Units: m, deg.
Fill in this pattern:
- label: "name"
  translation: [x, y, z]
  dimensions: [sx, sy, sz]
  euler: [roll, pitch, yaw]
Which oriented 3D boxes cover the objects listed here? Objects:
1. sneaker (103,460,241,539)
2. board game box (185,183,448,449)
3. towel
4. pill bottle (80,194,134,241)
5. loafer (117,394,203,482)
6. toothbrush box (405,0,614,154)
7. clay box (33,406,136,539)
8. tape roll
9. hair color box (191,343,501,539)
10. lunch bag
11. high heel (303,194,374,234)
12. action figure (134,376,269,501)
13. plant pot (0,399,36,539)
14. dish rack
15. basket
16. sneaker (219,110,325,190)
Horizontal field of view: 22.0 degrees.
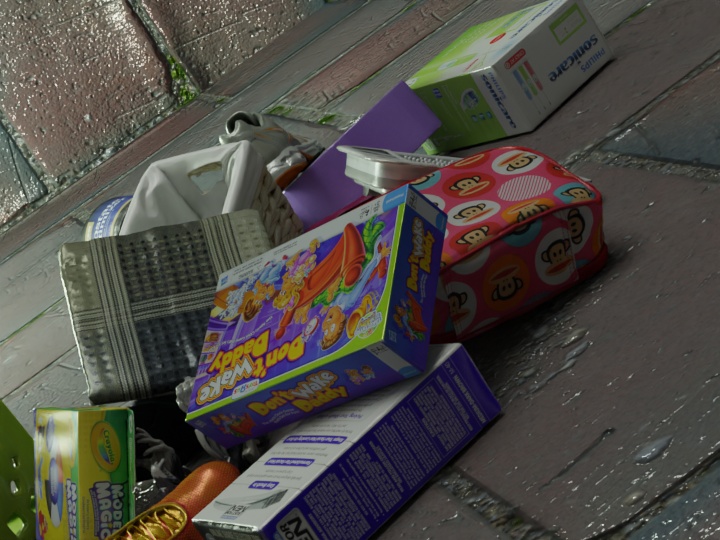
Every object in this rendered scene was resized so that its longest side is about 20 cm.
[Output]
- label: "sneaker"
  translation: [-0.150, 0.206, 1.292]
  dimensions: [0.073, 0.077, 0.200]
  euler: [26, 59, 28]
- label: "board game box"
  translation: [-0.032, 0.035, 1.327]
  dimensions: [0.199, 0.045, 0.135]
  euler: [-25, 42, 38]
- label: "towel"
  translation: [-0.154, 0.032, 1.586]
  dimensions: [0.191, 0.035, 0.201]
  euler: [-11, 44, -9]
- label: "pill bottle"
  translation: [-0.286, -0.039, 2.338]
  dimensions: [0.112, 0.112, 0.200]
  euler: [-39, 15, -21]
- label: "loafer"
  translation: [-0.156, 0.128, 1.619]
  dimensions: [0.199, 0.073, 0.072]
  euler: [-23, 6, 3]
- label: "toothbrush box"
  translation: [0.150, -0.209, 1.985]
  dimensions: [0.145, 0.086, 0.199]
  euler: [-41, 18, -26]
- label: "clay box"
  translation: [-0.223, 0.168, 1.494]
  dimensions: [0.047, 0.116, 0.200]
  euler: [0, -4, -20]
- label: "tape roll"
  translation: [-0.007, -0.110, 1.953]
  dimensions: [0.200, 0.066, 0.200]
  euler: [-44, 3, 3]
- label: "hair color box"
  translation: [-0.009, 0.134, 1.273]
  dimensions: [0.200, 0.065, 0.109]
  euler: [-39, 15, -26]
- label: "lunch bag"
  translation: [0.074, -0.027, 1.437]
  dimensions: [0.199, 0.082, 0.176]
  euler: [-24, 32, -20]
- label: "high heel"
  translation: [0.011, -0.043, 1.794]
  dimensions: [0.096, 0.068, 0.200]
  euler: [-36, -3, 38]
- label: "action figure"
  translation: [-0.123, 0.139, 1.429]
  dimensions: [0.119, 0.102, 0.200]
  euler: [-40, 8, 35]
- label: "plant pot"
  translation: [-0.408, 0.214, 1.642]
  dimensions: [0.199, 0.200, 0.182]
  euler: [-28, 22, 21]
- label: "dish rack"
  translation: [0.085, -0.075, 1.599]
  dimensions: [0.198, 0.044, 0.172]
  euler: [4, 6, -13]
- label: "basket"
  translation: [-0.147, -0.002, 1.749]
  dimensions: [0.135, 0.123, 0.201]
  euler: [-11, 48, 32]
- label: "sneaker"
  translation: [-0.096, -0.131, 1.915]
  dimensions: [0.076, 0.092, 0.200]
  euler: [-43, 2, 6]
